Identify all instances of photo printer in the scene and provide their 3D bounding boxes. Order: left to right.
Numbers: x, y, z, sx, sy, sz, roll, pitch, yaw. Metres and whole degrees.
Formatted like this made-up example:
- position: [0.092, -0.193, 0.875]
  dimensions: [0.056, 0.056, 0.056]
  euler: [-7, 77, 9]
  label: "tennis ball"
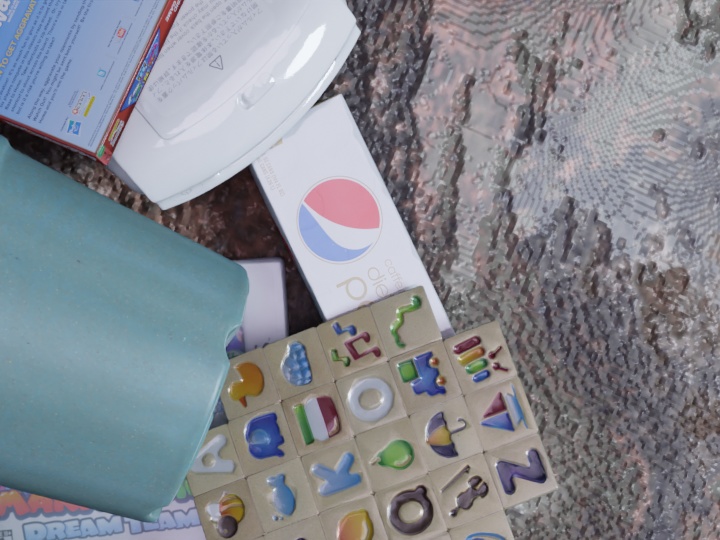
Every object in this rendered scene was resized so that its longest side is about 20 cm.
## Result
- position: [-0.109, -0.146, 0.792]
  dimensions: [0.166, 0.069, 0.200]
  euler: [-42, 74, -2]
  label: "photo printer"

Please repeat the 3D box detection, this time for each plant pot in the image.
- position: [-0.175, 0.033, 0.748]
  dimensions: [0.195, 0.200, 0.202]
  euler: [22, 90, -13]
  label: "plant pot"

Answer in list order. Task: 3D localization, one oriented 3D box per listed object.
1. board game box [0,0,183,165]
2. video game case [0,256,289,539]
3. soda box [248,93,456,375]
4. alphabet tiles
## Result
- position: [-0.140, -0.166, 0.755]
  dimensions: [0.102, 0.019, 0.201]
  euler: [22, 82, 13]
  label: "board game box"
- position: [-0.139, 0.090, 0.850]
  dimensions: [0.198, 0.024, 0.184]
  euler: [-4, 92, -4]
  label: "video game case"
- position: [0.000, 0.000, 0.838]
  dimensions: [0.068, 0.064, 0.201]
  euler: [-26, 93, -3]
  label: "soda box"
- position: [0.002, 0.110, 0.789]
  dimensions: [0.198, 0.006, 0.168]
  euler: [-21, 80, 4]
  label: "alphabet tiles"
